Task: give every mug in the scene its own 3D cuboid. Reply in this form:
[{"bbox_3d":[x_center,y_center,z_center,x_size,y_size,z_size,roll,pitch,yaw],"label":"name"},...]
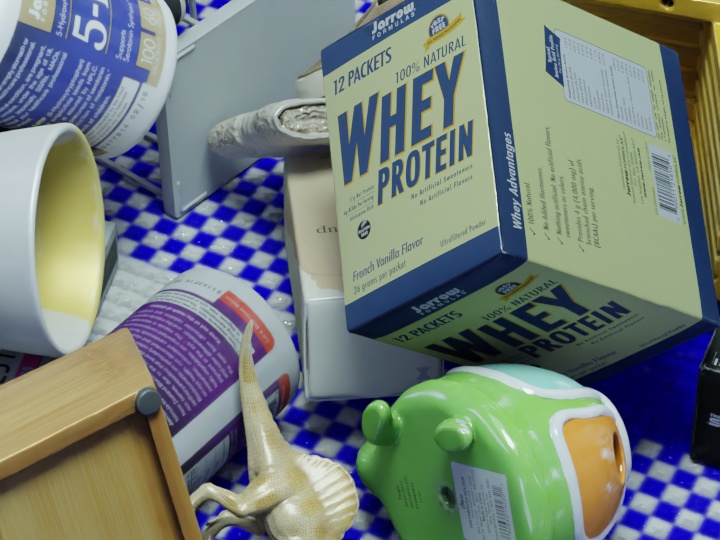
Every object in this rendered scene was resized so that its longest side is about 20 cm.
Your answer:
[{"bbox_3d":[-0.254,-0.013,1.708,0.152,0.187,0.150,0,73,12],"label":"mug"}]

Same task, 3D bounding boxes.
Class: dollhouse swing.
[{"bbox_3d":[0.185,-0.095,1.787,0.181,0.201,0.176,11,44,12],"label":"dollhouse swing"}]

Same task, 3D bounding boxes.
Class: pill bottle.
[{"bbox_3d":[-0.139,0.095,1.642,0.111,0.112,0.200,27,48,27],"label":"pill bottle"},{"bbox_3d":[-0.230,-0.155,1.709,0.199,0.120,0.120,18,28,-39],"label":"pill bottle"}]

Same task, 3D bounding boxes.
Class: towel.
[{"bbox_3d":[0.005,-0.099,1.834,0.199,0.035,0.132,-4,-4,-26],"label":"towel"}]

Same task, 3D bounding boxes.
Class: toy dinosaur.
[{"bbox_3d":[-0.054,0.141,1.605,0.101,0.058,0.201,-28,77,-1],"label":"toy dinosaur"}]

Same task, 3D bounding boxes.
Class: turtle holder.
[{"bbox_3d":[0.080,0.128,1.596,0.131,0.185,0.142,-21,79,-34],"label":"turtle holder"}]

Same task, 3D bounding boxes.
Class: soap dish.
[{"bbox_3d":[-0.165,0.157,1.511,0.157,0.201,0.081,-26,22,-26],"label":"soap dish"}]

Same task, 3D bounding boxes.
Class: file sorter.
[{"bbox_3d":[-0.113,-0.164,1.910,0.124,0.139,0.200,28,49,31],"label":"file sorter"}]

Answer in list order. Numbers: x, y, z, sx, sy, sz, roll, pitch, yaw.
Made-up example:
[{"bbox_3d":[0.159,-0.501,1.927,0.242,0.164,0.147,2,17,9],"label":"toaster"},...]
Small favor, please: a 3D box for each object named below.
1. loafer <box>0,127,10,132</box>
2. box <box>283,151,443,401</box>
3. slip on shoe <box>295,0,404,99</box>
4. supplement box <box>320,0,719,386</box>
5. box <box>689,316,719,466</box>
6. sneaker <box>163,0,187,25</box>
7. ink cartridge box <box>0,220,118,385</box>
[{"bbox_3d":[-0.272,-0.109,1.805,0.073,0.071,0.200,50,21,1],"label":"loafer"},{"bbox_3d":[0.000,0.000,1.744,0.094,0.078,0.200,-4,30,-5],"label":"box"},{"bbox_3d":[0.025,-0.156,1.752,0.076,0.200,0.061,-3,82,-33],"label":"slip on shoe"},{"bbox_3d":[0.098,-0.053,1.628,0.199,0.134,0.201,18,57,-41],"label":"supplement box"},{"bbox_3d":[0.320,0.048,1.713,0.163,0.086,0.200,13,44,14],"label":"box"},{"bbox_3d":[-0.139,-0.243,1.847,0.082,0.072,0.200,-14,39,-12],"label":"sneaker"},{"bbox_3d":[-0.271,0.032,1.764,0.172,0.044,0.201,9,43,8],"label":"ink cartridge box"}]
